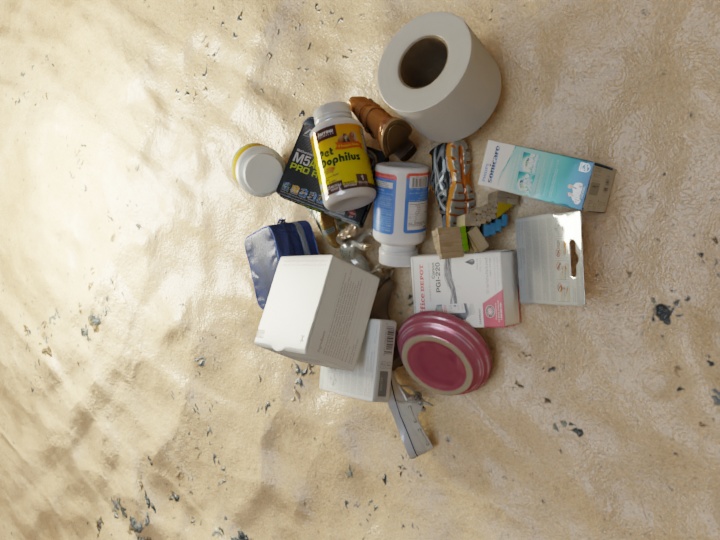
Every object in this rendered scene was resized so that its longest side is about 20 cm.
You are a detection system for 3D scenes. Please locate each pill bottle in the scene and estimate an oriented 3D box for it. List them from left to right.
[{"bbox_3d":[-0.227,-0.224,1.637,0.200,0.111,0.114,-140,58,-71],"label":"pill bottle"},{"bbox_3d":[-0.039,-0.228,1.464,0.108,0.109,0.202,-19,77,33],"label":"pill bottle"},{"bbox_3d":[0.080,-0.114,1.491,0.111,0.112,0.203,13,108,32],"label":"pill bottle"}]

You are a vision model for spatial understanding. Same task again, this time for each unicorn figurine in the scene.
[{"bbox_3d":[0.000,0.000,1.585,0.137,0.073,0.202,-22,79,41],"label":"unicorn figurine"}]

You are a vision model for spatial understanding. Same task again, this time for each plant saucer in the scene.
[{"bbox_3d":[0.158,0.173,1.443,0.199,0.051,0.202,18,131,21],"label":"plant saucer"}]

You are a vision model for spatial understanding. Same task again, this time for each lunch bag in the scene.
[{"bbox_3d":[-0.166,-0.021,1.658,0.135,0.131,0.203,-18,83,50],"label":"lunch bag"}]

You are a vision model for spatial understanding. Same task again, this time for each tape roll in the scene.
[{"bbox_3d":[0.150,-0.362,1.388,0.201,0.139,0.205,-12,67,31],"label":"tape roll"}]

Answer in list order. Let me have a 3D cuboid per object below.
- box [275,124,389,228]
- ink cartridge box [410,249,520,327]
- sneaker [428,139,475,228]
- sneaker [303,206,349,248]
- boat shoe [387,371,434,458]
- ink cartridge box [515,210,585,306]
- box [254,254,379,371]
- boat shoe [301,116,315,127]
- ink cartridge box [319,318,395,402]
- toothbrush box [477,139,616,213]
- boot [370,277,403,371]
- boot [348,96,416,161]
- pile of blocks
[{"bbox_3d":[-0.059,-0.199,1.542,0.198,0.044,0.162,22,86,13],"label":"box"},{"bbox_3d":[0.204,0.037,1.440,0.198,0.084,0.148,-3,91,36],"label":"ink cartridge box"},{"bbox_3d":[0.177,-0.159,1.459,0.077,0.078,0.203,-2,88,45],"label":"sneaker"},{"bbox_3d":[-0.085,-0.144,1.642,0.087,0.075,0.202,-20,91,63],"label":"sneaker"},{"bbox_3d":[0.107,0.285,1.521,0.085,0.075,0.204,-21,93,3],"label":"boat shoe"},{"bbox_3d":[0.348,-0.020,1.300,0.200,0.047,0.162,178,89,-70],"label":"ink cartridge box"},{"bbox_3d":[-0.091,0.084,1.489,0.198,0.130,0.202,1,71,52],"label":"box"},{"bbox_3d":[-0.066,-0.271,1.611,0.200,0.068,0.084,46,115,23],"label":"boat shoe"},{"bbox_3d":[-0.009,0.180,1.523,0.199,0.047,0.162,-1,83,55],"label":"ink cartridge box"},{"bbox_3d":[0.332,-0.166,1.306,0.198,0.146,0.086,18,102,33],"label":"toothbrush box"},{"bbox_3d":[0.054,0.135,1.563,0.146,0.070,0.201,43,116,17],"label":"boot"},{"bbox_3d":[0.032,-0.298,1.467,0.074,0.200,0.155,-43,77,3],"label":"boot"},{"bbox_3d":[0.220,-0.082,1.404,0.199,0.062,0.083,-32,94,-11],"label":"pile of blocks"}]
